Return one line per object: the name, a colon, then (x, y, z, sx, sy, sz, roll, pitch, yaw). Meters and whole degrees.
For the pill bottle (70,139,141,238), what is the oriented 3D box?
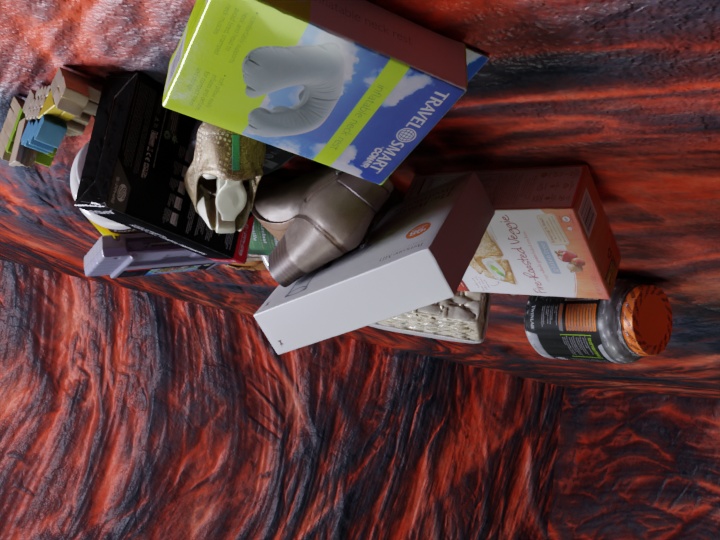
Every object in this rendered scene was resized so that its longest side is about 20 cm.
pill bottle: (-0.276, -0.094, 0.880, 0.106, 0.112, 0.200, 11, 170, -8)

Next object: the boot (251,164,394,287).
boot: (-0.034, -0.076, 0.711, 0.070, 0.146, 0.202, 36, -160, -33)

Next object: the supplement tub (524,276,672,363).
supplement tub: (0.351, 0.074, 1.111, 0.120, 0.126, 0.198, 16, 169, -32)

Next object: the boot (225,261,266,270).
boot: (-0.243, -0.042, 1.290, 0.194, 0.079, 0.155, 0, 172, 16)

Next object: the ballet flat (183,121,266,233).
ballet flat: (-0.120, -0.070, 0.647, 0.068, 0.067, 0.200, -1, 165, -11)

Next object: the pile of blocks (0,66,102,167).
pile of blocks: (-0.302, -0.138, 0.743, 0.061, 0.084, 0.197, 18, 167, -39)

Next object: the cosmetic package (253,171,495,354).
cosmetic package: (0.014, -0.007, 0.689, 0.197, 0.152, 0.052, -21, 112, 33)

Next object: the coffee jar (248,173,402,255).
coffee jar: (-0.052, -0.060, 0.851, 0.195, 0.088, 0.104, 6, -155, 23)

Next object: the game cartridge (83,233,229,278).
game cartridge: (-0.235, -0.021, 0.932, 0.196, 0.039, 0.129, -6, 168, -31)

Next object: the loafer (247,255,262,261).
loafer: (-0.154, -0.049, 1.168, 0.197, 0.074, 0.062, 11, 155, -42)

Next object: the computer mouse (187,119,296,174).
computer mouse: (-0.074, -0.133, 0.645, 0.197, 0.054, 0.137, -14, 158, 43)

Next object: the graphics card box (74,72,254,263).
graphics card box: (-0.178, -0.092, 0.740, 0.050, 0.129, 0.199, 5, 170, 30)

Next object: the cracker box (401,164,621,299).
cracker box: (0.151, -0.036, 0.767, 0.196, 0.058, 0.135, 3, 143, 40)

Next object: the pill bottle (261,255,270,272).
pill bottle: (-0.072, -0.021, 1.055, 0.111, 0.118, 0.200, 9, 171, 4)

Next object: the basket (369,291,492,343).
basket: (0.085, 0.011, 1.024, 0.195, 0.139, 0.124, 9, 166, 10)

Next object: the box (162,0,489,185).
box: (-0.022, -0.128, 0.507, 0.196, 0.049, 0.122, 16, 147, -25)
